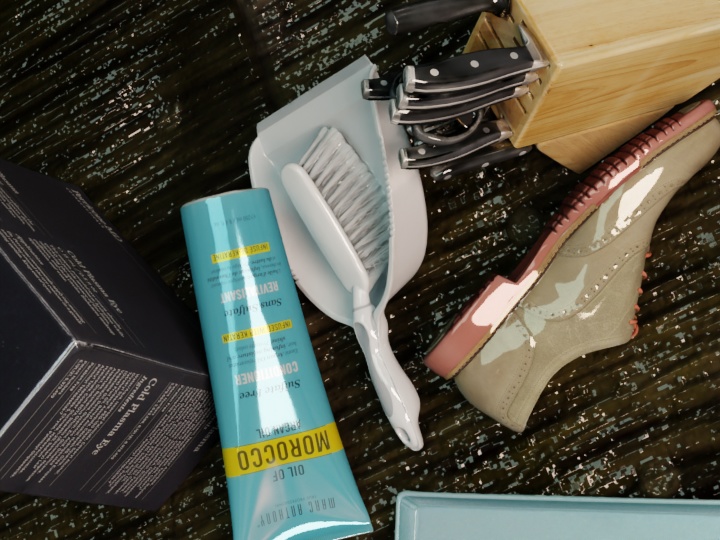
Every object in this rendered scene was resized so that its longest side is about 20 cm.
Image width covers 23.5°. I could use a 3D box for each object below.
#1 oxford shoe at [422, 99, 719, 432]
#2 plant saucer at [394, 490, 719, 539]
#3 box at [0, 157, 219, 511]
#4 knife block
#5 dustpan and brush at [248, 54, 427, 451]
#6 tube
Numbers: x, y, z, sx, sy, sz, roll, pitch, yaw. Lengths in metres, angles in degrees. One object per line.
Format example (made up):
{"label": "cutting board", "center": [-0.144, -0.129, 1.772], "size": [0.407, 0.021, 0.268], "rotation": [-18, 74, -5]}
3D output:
{"label": "oxford shoe", "center": [0.125, -0.002, 0.900], "size": [0.075, 0.070, 0.200], "rotation": [44, 100, 1]}
{"label": "plant saucer", "center": [0.109, 0.151, 0.890], "size": [0.199, 0.019, 0.070], "rotation": [-3, 78, 28]}
{"label": "box", "center": [-0.190, 0.028, 0.982], "size": [0.104, 0.182, 0.200], "rotation": [-50, 61, 10]}
{"label": "knife block", "center": [0.103, -0.118, 0.860], "size": [0.200, 0.175, 0.064], "rotation": [-34, 66, 17]}
{"label": "dustpan and brush", "center": [0.000, 0.000, 0.945], "size": [0.139, 0.057, 0.200], "rotation": [-24, 96, 56]}
{"label": "tube", "center": [-0.053, 0.056, 0.955], "size": [0.077, 0.050, 0.201], "rotation": [-13, 87, -5]}
